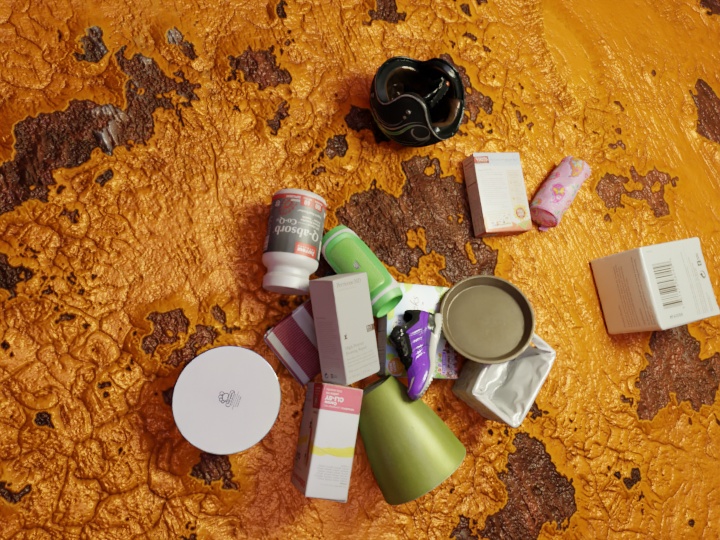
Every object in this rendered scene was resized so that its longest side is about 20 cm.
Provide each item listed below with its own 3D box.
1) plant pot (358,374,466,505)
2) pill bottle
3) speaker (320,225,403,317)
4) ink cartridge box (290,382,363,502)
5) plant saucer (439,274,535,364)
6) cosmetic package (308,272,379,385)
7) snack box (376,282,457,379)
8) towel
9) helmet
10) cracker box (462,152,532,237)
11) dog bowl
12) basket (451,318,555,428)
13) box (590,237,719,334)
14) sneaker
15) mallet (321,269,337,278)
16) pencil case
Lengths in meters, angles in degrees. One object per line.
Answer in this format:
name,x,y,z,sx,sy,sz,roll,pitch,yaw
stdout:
plant pot,0.075,0.316,1.019,0.187,0.187,0.200,-31,86,-20
pill bottle,-0.138,-0.056,1.057,0.116,0.116,0.200,10,76,-15
speaker,0.000,0.000,1.076,0.088,0.088,0.200,-32,69,-20
ink cartridge box,-0.067,0.321,0.989,0.083,0.145,0.200,12,75,-15
plant saucer,0.267,0.104,1.094,0.200,0.029,0.200,-1,63,3
cosmetic package,-0.030,0.109,1.000,0.102,0.074,0.200,-14,99,-47
snack box,0.124,0.134,1.128,0.168,0.068,0.200,7,76,-16
towel,-0.084,0.124,1.064,0.200,0.023,0.144,-39,111,-14
helmet,0.118,-0.378,1.163,0.200,0.191,0.200,-20,118,-42
cracker box,0.334,-0.186,1.263,0.134,0.058,0.200,-4,82,-19
dog bowl,-0.254,0.243,0.981,0.200,0.079,0.200,4,78,-17
basket,0.310,0.226,1.139,0.136,0.123,0.200,38,70,-7
box,0.725,0.041,1.281,0.200,0.171,0.199,-9,82,-20
sneaker,0.099,0.161,1.031,0.099,0.070,0.200,19,51,-2
mallet,-0.098,0.088,1.086,0.066,0.041,0.200,40,74,-8
pencil case,0.502,-0.196,1.307,0.087,0.087,0.200,39,71,-7
